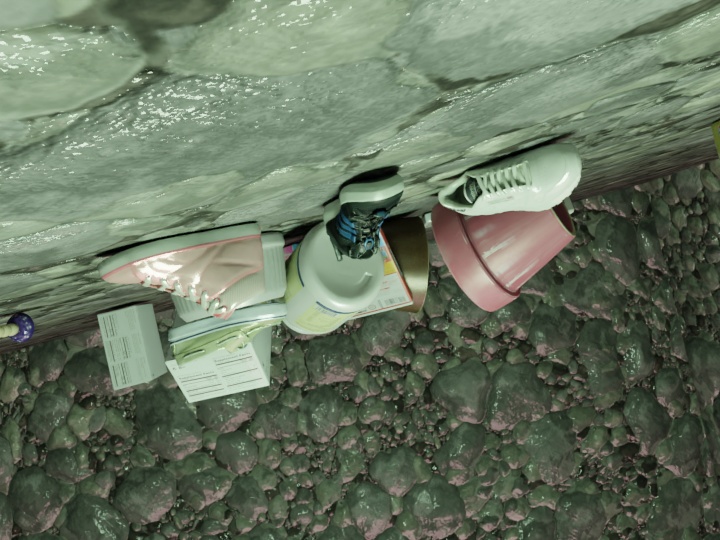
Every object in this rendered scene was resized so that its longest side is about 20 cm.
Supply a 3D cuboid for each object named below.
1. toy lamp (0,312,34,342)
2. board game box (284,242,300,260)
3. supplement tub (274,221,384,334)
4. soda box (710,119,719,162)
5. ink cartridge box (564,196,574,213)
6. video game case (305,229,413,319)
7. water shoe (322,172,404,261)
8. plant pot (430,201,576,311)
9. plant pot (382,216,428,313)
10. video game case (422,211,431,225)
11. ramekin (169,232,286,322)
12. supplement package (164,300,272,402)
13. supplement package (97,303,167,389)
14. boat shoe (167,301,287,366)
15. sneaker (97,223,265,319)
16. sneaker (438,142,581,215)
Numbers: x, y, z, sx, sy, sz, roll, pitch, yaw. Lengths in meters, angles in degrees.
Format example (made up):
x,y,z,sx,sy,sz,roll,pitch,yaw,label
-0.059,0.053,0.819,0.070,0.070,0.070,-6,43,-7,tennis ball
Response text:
x,y,z,sx,sy,sz,roll,pitch,yaw,label
-0.608,0.102,1.001,0.056,0.060,0.200,-14,-178,5,toy lamp
-0.158,-0.022,1.320,0.196,0.042,0.151,-16,179,35,board game box
-0.059,0.019,1.017,0.141,0.149,0.200,-14,167,-28,supplement tub
0.702,-0.245,1.029,0.194,0.070,0.064,-15,178,13,soda box
0.335,-0.121,1.263,0.143,0.087,0.198,-29,171,33,ink cartridge box
0.000,0.000,1.128,0.139,0.203,0.018,-14,-144,20,video game case
0.009,-0.056,0.717,0.069,0.082,0.200,-14,179,-15,water shoe
0.238,-0.064,0.999,0.177,0.205,0.198,-32,171,28,plant pot
0.018,-0.014,1.227,0.192,0.194,0.187,1,176,-10,plant pot
0.228,-0.135,1.420,0.176,0.024,0.200,-15,179,3,video game case
-0.202,0.013,0.947,0.195,0.098,0.202,-15,179,0,ramekin
-0.245,0.107,1.111,0.150,0.113,0.203,-13,-138,5,supplement package
-0.631,0.207,1.725,0.107,0.207,0.156,-13,180,-3,supplement package
-0.206,0.099,0.983,0.193,0.064,0.072,-15,179,2,boat shoe
-0.202,0.014,0.735,0.195,0.109,0.075,-13,-179,-26,sneaker
0.190,-0.111,0.800,0.079,0.079,0.197,-1,169,-38,sneaker
